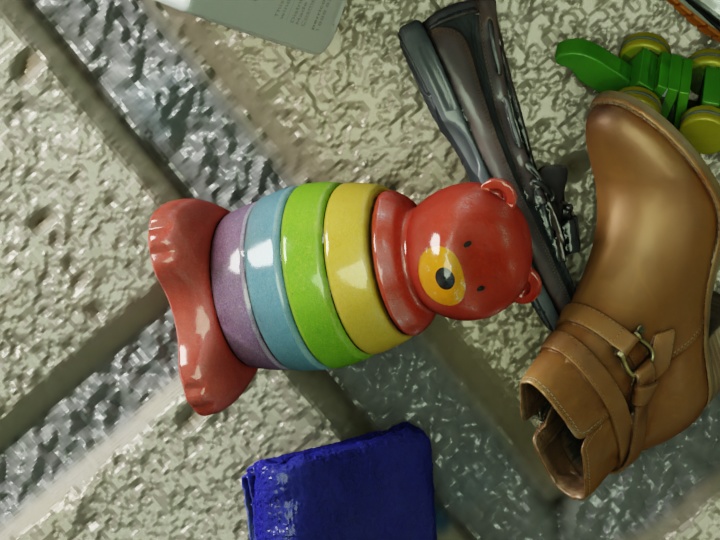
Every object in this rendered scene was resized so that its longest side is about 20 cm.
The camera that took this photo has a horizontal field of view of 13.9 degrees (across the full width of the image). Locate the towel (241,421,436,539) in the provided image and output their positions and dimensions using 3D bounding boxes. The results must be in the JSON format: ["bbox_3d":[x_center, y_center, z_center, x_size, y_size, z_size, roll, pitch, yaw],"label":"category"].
[{"bbox_3d":[-0.011,0.195,1.708,0.049,0.147,0.201,4,98,38],"label":"towel"}]

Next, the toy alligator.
[{"bbox_3d":[0.204,-0.088,1.707,0.199,0.059,0.054,15,138,-2],"label":"toy alligator"}]

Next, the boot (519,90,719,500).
[{"bbox_3d":[0.136,0.016,1.663,0.155,0.077,0.201,-38,124,-28],"label":"boot"}]

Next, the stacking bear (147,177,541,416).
[{"bbox_3d":[0.000,0.000,1.658,0.199,0.114,0.122,-10,101,21],"label":"stacking bear"}]

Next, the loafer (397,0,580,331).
[{"bbox_3d":[0.091,-0.062,1.702,0.063,0.072,0.201,-27,93,-1],"label":"loafer"}]

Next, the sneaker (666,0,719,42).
[{"bbox_3d":[0.177,-0.216,1.681,0.200,0.076,0.092,40,86,-13],"label":"sneaker"}]

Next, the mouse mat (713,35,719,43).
[{"bbox_3d":[0.261,-0.194,1.716,0.161,0.008,0.200,-40,95,4],"label":"mouse mat"}]

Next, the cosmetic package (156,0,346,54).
[{"bbox_3d":[-0.105,-0.234,1.600,0.200,0.165,0.165,25,97,25],"label":"cosmetic package"}]
